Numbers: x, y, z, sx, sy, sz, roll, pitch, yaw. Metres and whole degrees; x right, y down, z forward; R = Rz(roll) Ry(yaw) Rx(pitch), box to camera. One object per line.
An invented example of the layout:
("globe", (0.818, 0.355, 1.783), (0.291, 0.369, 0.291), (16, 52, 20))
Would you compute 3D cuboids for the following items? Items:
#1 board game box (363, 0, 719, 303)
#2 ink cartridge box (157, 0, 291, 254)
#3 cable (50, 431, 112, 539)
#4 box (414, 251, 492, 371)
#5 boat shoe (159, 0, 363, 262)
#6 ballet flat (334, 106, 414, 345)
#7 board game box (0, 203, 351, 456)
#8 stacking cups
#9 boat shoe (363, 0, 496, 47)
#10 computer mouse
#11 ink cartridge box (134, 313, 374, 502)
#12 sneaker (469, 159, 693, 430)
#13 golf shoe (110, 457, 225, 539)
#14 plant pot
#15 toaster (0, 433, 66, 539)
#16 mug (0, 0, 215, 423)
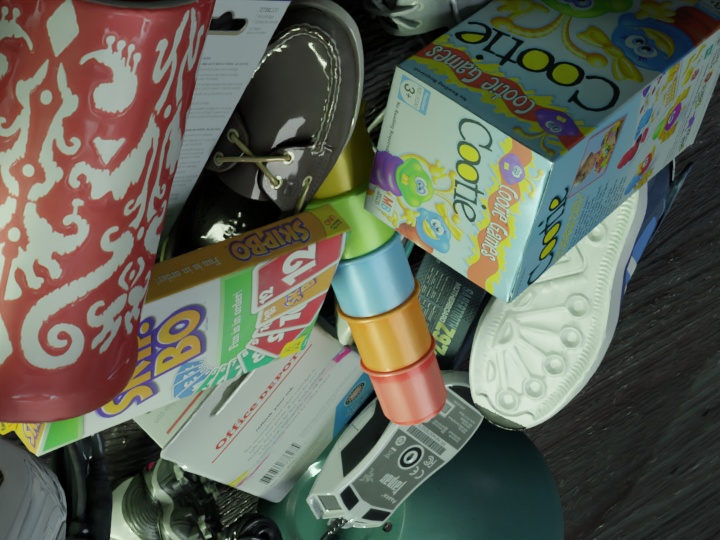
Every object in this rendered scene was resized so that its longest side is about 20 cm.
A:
("board game box", (0.107, -0.090, 1.100), (0.200, 0.103, 0.105), (-38, 153, -41))
("ink cartridge box", (-0.113, -0.062, 0.992), (0.095, 0.037, 0.200), (-9, 137, -56))
("cable", (-0.198, 0.113, 1.018), (0.163, 0.051, 0.201), (5, 89, -42))
("box", (0.081, -0.021, 1.297), (0.158, 0.051, 0.200), (-55, 171, -37))
("boat shoe", (-0.055, -0.052, 1.052), (0.200, 0.072, 0.060), (-61, -179, 35))
("ballet flat", (0.022, -0.053, 1.207), (0.201, 0.069, 0.069), (-59, 156, 3))
("board game box", (-0.096, 0.031, 1.019), (0.199, 0.030, 0.096), (-18, 145, -37))
("stacking cups", (0.000, 0.000, 1.139), (0.060, 0.060, 0.201), (-34, 121, -31))
("boat shoe", (0.034, -0.158, 1.077), (0.069, 0.072, 0.200), (-55, 166, 2))
("computer mouse", (0.000, 0.133, 1.292), (0.200, 0.044, 0.110), (-45, 136, 4))
("ink cartridge box", (-0.070, 0.068, 1.223), (0.115, 0.068, 0.200), (-50, 157, 1))
("sneaker", (0.143, -0.004, 1.263), (0.146, 0.080, 0.201), (-34, 147, -66))
("golf shoe", (-0.133, 0.168, 1.287), (0.088, 0.078, 0.200), (-21, 160, 3))
("plant pot", (0.020, 0.181, 1.415), (0.201, 0.201, 0.161), (-54, 145, 10))
("toaster", (-0.221, 0.119, 0.879), (0.129, 0.199, 0.114), (119, -5, -55))
("mug", (-0.149, -0.047, 0.837), (0.177, 0.133, 0.201), (-23, 142, -49))
